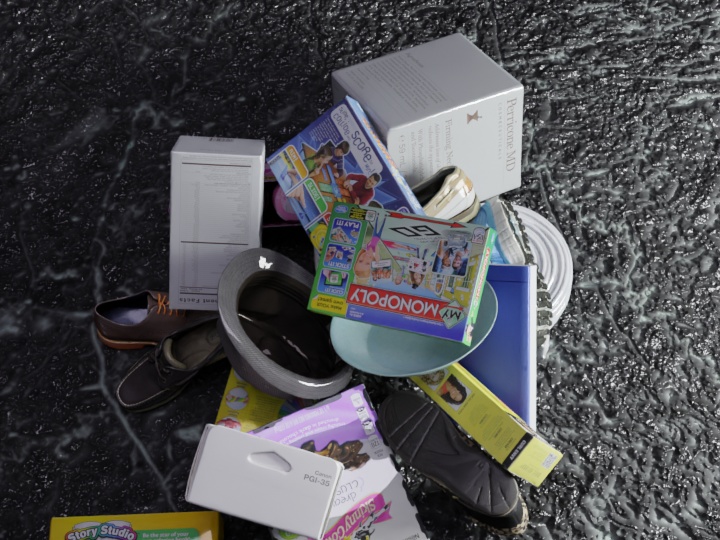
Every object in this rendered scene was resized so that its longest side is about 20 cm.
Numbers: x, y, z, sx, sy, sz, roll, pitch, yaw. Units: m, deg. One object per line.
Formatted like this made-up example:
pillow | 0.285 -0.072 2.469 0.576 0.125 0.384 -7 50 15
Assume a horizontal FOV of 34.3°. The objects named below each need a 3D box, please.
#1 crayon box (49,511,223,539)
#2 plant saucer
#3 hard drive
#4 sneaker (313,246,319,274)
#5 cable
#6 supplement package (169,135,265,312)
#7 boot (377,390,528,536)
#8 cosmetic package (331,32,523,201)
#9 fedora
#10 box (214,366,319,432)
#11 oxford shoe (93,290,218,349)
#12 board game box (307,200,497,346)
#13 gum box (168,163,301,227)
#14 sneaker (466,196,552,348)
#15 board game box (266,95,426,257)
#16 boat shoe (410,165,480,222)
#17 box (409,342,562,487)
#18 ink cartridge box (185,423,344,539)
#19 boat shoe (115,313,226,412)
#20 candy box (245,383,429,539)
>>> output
crayon box | -0.262 0.372 1.353 0.200 0.058 0.173 -2 60 0
plant saucer | 0.065 0.067 1.379 0.201 0.039 0.201 -10 38 8
hard drive | 0.153 0.092 1.419 0.132 0.025 0.200 3 94 41
sneaker | 0.000 -0.001 1.522 0.118 0.074 0.200 -4 46 -2
cable | 0.177 0.005 1.533 0.200 0.069 0.200 19 64 12
supplement package | -0.179 -0.059 1.461 0.114 0.110 0.200 3 106 -3
boot | 0.114 0.231 1.367 0.200 0.151 0.073 34 79 30
cosmetic package | 0.088 -0.185 1.547 0.200 0.167 0.166 -21 43 -18
fedora | -0.103 0.079 1.395 0.200 0.090 0.177 37 42 -12
box | -0.112 0.163 1.469 0.117 0.048 0.200 12 61 7
oxford shoe | -0.246 0.062 1.511 0.200 0.073 0.071 -7 61 -2
board game box | 0.046 0.001 1.342 0.200 0.029 0.135 11 82 26
gum box | -0.154 -0.100 1.567 0.200 0.114 0.066 -3 107 0
sneaker | 0.176 0.013 1.461 0.090 0.078 0.200 -25 67 24
board game box | -0.015 -0.093 1.425 0.135 0.034 0.200 -35 70 18
boat shoe | 0.049 -0.064 1.458 0.200 0.068 0.075 -31 37 -4
box | 0.138 0.163 1.342 0.050 0.075 0.200 -53 45 3
ink cartridge box | -0.101 0.221 1.233 0.146 0.200 0.083 17 80 -1
boat shoe | -0.231 0.107 1.464 0.200 0.065 0.073 -36 72 6
candy box | -0.036 0.258 1.371 0.168 0.072 0.200 -22 81 -11
